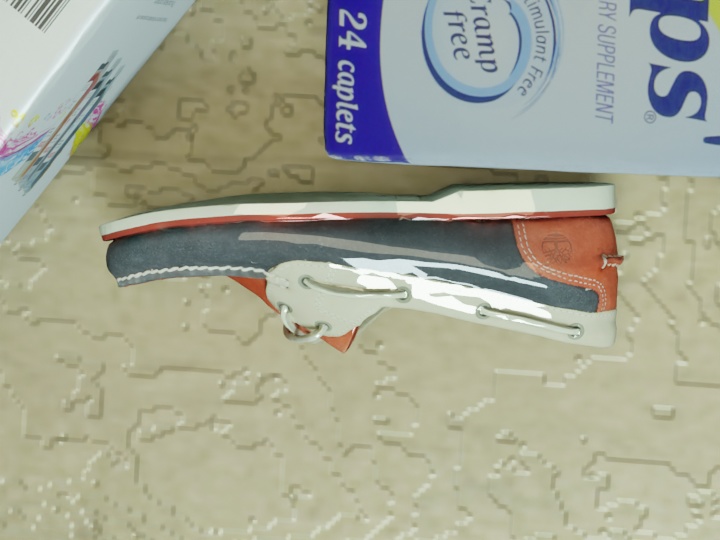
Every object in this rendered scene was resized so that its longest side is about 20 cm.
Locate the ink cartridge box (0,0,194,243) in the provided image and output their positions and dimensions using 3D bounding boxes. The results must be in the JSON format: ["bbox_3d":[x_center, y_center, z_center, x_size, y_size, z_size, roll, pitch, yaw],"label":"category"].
[{"bbox_3d":[-0.160,-0.102,0.948,0.145,0.145,0.200,40,97,2],"label":"ink cartridge box"}]

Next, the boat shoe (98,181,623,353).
[{"bbox_3d":[0.000,0.000,0.978,0.199,0.071,0.063,-2,96,2],"label":"boat shoe"}]

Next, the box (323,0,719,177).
[{"bbox_3d":[0.095,-0.129,0.922,0.199,0.105,0.185,2,95,17],"label":"box"}]
